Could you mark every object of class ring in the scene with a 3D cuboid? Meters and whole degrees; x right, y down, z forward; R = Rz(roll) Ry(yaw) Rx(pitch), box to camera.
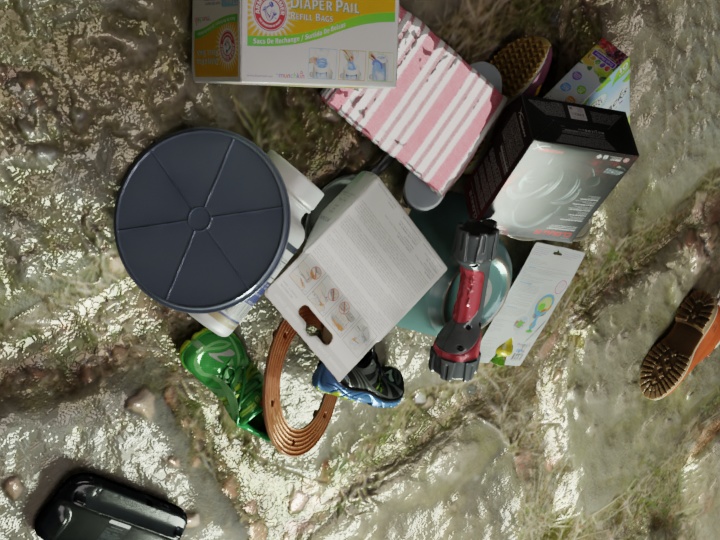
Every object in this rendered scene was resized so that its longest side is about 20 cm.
[{"bbox_3d":[-0.075,0.134,1.475,0.200,0.019,0.204,-20,112,-62],"label":"ring"}]

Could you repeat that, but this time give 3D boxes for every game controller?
[{"bbox_3d":[-0.310,0.318,1.459,0.104,0.042,0.199,-44,134,12],"label":"game controller"}]

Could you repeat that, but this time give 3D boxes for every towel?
[{"bbox_3d":[0.066,-0.204,1.388,0.199,0.030,0.147,37,90,-19],"label":"towel"}]

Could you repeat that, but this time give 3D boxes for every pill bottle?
[{"bbox_3d":[-0.134,-0.035,1.330,0.201,0.111,0.111,-51,133,-1],"label":"pill bottle"}]

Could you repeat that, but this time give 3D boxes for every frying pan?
[{"bbox_3d":[-0.012,-0.101,1.434,0.114,0.031,0.192,7,108,-42],"label":"frying pan"}]

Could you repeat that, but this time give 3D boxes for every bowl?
[{"bbox_3d":[0.125,0.009,1.552,0.199,0.105,0.203,-17,123,-28],"label":"bowl"}]

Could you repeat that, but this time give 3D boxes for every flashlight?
[{"bbox_3d":[0.129,0.038,1.457,0.067,0.068,0.203,3,116,-5],"label":"flashlight"}]

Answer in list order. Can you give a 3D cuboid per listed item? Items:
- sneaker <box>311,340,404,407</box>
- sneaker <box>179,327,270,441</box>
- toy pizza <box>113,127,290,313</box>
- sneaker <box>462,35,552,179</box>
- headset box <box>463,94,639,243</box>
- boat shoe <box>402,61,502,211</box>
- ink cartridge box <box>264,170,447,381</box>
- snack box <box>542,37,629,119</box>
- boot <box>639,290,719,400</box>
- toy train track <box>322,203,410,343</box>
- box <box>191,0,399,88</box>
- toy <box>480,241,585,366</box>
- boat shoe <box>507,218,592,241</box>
[{"bbox_3d":[0.008,0.132,1.537,0.199,0.070,0.084,21,88,-59],"label":"sneaker"},{"bbox_3d":[-0.149,0.141,1.437,0.074,0.083,0.200,-43,132,-7],"label":"sneaker"},{"bbox_3d":[-0.171,-0.054,1.264,0.201,0.199,0.032,-52,171,1],"label":"toy pizza"},{"bbox_3d":[0.191,-0.207,1.506,0.090,0.075,0.201,21,108,-51],"label":"sneaker"},{"bbox_3d":[0.229,-0.116,1.450,0.147,0.078,0.201,6,142,-20],"label":"headset box"},{"bbox_3d":[0.111,-0.166,1.453,0.073,0.068,0.202,23,91,-7],"label":"boat shoe"},{"bbox_3d":[-0.010,0.007,1.412,0.200,0.050,0.161,-45,116,-11],"label":"ink cartridge box"},{"bbox_3d":[0.295,-0.196,1.548,0.142,0.053,0.200,-46,155,-7],"label":"snack box"},{"bbox_3d":[0.554,0.142,1.971,0.107,0.075,0.201,32,93,-48],"label":"boot"},{"bbox_3d":[0.000,0.000,1.487,0.202,0.032,0.114,-60,161,10],"label":"toy train track"},{"bbox_3d":[-0.068,-0.248,1.240,0.198,0.112,0.103,-4,100,-34],"label":"box"},{"bbox_3d":[0.233,0.044,1.691,0.114,0.047,0.202,8,113,-43],"label":"toy"},{"bbox_3d":[0.225,-0.078,1.586,0.198,0.062,0.074,10,93,-33],"label":"boat shoe"}]
